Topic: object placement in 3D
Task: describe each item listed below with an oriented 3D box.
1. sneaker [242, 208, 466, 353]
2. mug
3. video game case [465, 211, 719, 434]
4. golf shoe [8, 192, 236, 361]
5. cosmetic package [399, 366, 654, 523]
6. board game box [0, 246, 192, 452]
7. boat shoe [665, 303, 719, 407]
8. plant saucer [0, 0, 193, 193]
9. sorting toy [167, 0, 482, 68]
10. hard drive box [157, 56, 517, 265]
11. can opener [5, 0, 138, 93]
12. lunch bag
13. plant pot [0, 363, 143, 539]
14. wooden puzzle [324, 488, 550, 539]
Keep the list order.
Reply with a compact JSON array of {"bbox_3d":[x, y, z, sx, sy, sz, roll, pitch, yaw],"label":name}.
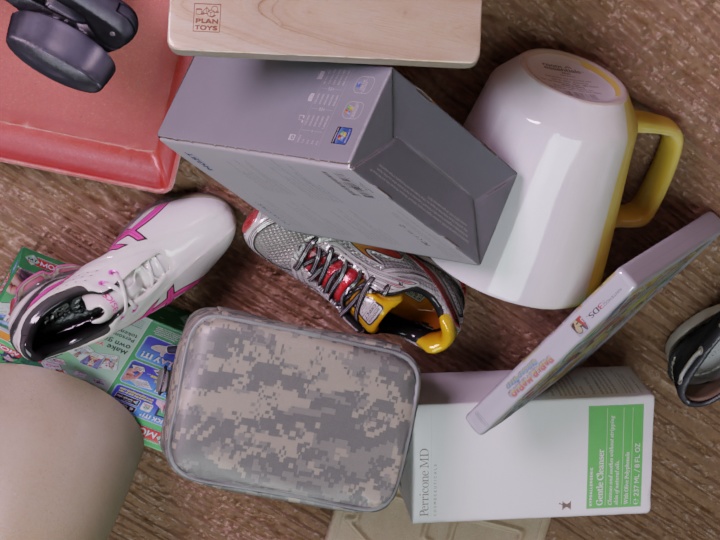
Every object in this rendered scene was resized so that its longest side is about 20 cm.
[{"bbox_3d":[0.000,0.000,1.488,0.199,0.082,0.078,24,126,-18],"label":"sneaker"},{"bbox_3d":[0.140,-0.082,1.410,0.149,0.186,0.154,29,121,18],"label":"mug"},{"bbox_3d":[0.184,0.039,1.466,0.023,0.200,0.182,49,122,10],"label":"video game case"},{"bbox_3d":[-0.180,0.012,1.473,0.200,0.092,0.073,-31,114,3],"label":"golf shoe"},{"bbox_3d":[0.134,0.142,1.564,0.199,0.085,0.108,-3,105,-6],"label":"cosmetic package"},{"bbox_3d":[-0.216,0.070,1.579,0.199,0.029,0.135,23,126,-19],"label":"board game box"},{"bbox_3d":[0.327,0.037,1.536,0.074,0.060,0.200,36,121,-25],"label":"boat shoe"},{"bbox_3d":[-0.215,-0.161,1.383,0.199,0.037,0.201,11,128,-9],"label":"plant saucer"},{"bbox_3d":[-0.020,-0.232,1.246,0.199,0.200,0.070,2,175,0],"label":"sorting toy"},{"bbox_3d":[-0.018,-0.080,1.334,0.199,0.077,0.156,11,163,43],"label":"hard drive box"},{"bbox_3d":[-0.240,-0.204,1.286,0.200,0.079,0.063,36,129,-16],"label":"can opener"},{"bbox_3d":[-0.058,0.108,1.499,0.199,0.168,0.140,10,91,-9],"label":"lunch bag"},{"bbox_3d":[-0.289,0.212,1.562,0.186,0.201,0.188,5,142,4],"label":"plant pot"},{"bbox_3d":[0.073,0.194,1.633,0.184,0.046,0.201,16,98,-8],"label":"wooden puzzle"}]
